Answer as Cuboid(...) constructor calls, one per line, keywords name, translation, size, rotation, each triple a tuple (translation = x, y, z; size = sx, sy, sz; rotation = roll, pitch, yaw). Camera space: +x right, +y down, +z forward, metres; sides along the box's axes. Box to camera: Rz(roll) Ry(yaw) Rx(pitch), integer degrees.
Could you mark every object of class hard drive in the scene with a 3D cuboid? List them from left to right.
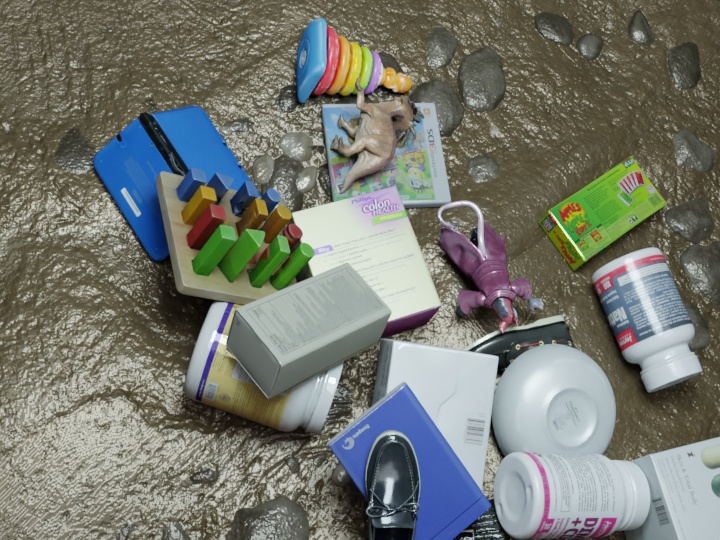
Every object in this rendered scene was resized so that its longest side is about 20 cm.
Cuboid(name="hard drive", translation=(0.065, 0.269, 1.221), size=(0.131, 0.025, 0.202), rotation=(-36, 94, -7))

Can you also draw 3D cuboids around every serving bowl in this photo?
Cuboid(name="serving bowl", translation=(0.295, 0.212, 1.359), size=(0.196, 0.066, 0.205), rotation=(0, 89, -15))

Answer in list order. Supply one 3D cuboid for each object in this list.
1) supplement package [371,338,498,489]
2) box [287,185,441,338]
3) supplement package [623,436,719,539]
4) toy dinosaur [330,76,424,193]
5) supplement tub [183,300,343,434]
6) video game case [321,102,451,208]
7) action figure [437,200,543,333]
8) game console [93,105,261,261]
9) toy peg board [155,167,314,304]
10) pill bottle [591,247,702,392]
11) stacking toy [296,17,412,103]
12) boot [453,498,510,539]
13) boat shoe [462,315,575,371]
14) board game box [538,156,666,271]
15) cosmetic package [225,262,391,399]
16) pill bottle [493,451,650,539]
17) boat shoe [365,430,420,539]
Cuboid(name="supplement package", translation=(0.096, 0.208, 1.297), size=(0.152, 0.111, 0.205), rotation=(9, 87, -9))
Cuboid(name="box", translation=(0.000, 0.000, 1.393), size=(0.173, 0.097, 0.203), rotation=(-16, 74, -17))
Cuboid(name="supplement package", translation=(0.494, 0.333, 1.343), size=(0.196, 0.151, 0.155), rotation=(-10, 71, -16))
Cuboid(name="toy dinosaur", translation=(0.031, -0.212, 1.467), size=(0.133, 0.086, 0.204), rotation=(19, 72, -12))
Cuboid(name="supplement tub", translation=(-0.132, 0.137, 1.286), size=(0.196, 0.146, 0.148), rotation=(19, 67, -4))
Cuboid(name="video game case", translation=(0.041, -0.189, 1.513), size=(0.196, 0.022, 0.186), rotation=(-3, 70, -13))
Cuboid(name="action figure", translation=(0.203, 0.002, 1.405), size=(0.131, 0.150, 0.202), rotation=(-17, 48, -5))
Cuboid(name="game console", translation=(-0.281, -0.137, 1.426), size=(0.170, 0.118, 0.202), rotation=(-37, 78, 10))
Cuboid(name="toy peg board", translation=(-0.165, -0.063, 1.297), size=(0.197, 0.098, 0.202), rotation=(13, 46, -39))
Cuboid(name="pill bottle", translation=(0.452, 0.079, 1.447), size=(0.117, 0.120, 0.203), rotation=(-14, 73, -17))
Cuboid(name="stacking toy", translation=(-0.003, -0.329, 1.524), size=(0.196, 0.116, 0.112), rotation=(9, 66, -21))
Cuboid(name="boot", translation=(0.127, 0.414, 1.272), size=(0.155, 0.080, 0.215), rotation=(11, 67, -8))
Cuboid(name="boat shoe", translation=(0.237, 0.124, 1.409), size=(0.198, 0.074, 0.064), rotation=(-12, 64, -21))
Cuboid(name="board game box", translation=(0.404, -0.096, 1.543), size=(0.198, 0.048, 0.102), rotation=(-32, 78, -21))
Cuboid(name="cosmetic package", translation=(-0.066, 0.075, 1.214), size=(0.198, 0.074, 0.104), rotation=(-22, 58, -38))
Cuboid(name="pill bottle", translation=(0.294, 0.311, 1.281), size=(0.196, 0.113, 0.116), rotation=(5, 68, -23))
Cuboid(name="boat shoe", translation=(0.041, 0.307, 1.173), size=(0.073, 0.062, 0.205), rotation=(4, 88, -6))
